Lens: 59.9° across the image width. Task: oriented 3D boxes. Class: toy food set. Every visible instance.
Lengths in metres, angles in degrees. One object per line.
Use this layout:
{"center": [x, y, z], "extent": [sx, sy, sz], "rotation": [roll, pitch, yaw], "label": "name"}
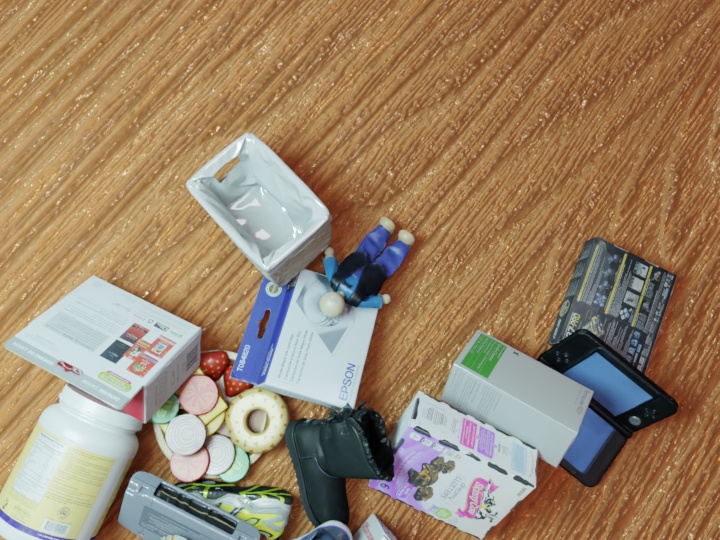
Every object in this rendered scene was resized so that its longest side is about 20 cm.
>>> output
{"center": [-0.225, 0.225, 0.966], "extent": [0.197, 0.049, 0.201], "rotation": [-38, 87, -11], "label": "toy food set"}

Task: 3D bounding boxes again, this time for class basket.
{"center": [-0.149, -0.087, 0.972], "extent": [0.135, 0.124, 0.200], "rotation": [-41, 73, -11], "label": "basket"}

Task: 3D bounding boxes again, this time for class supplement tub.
{"center": [-0.408, 0.279, 0.888], "extent": [0.144, 0.145, 0.202], "rotation": [24, 78, -2], "label": "supplement tub"}

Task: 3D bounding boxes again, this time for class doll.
{"center": [0.000, 0.000, 1.000], "extent": [0.136, 0.049, 0.200], "rotation": [34, 60, 10], "label": "doll"}

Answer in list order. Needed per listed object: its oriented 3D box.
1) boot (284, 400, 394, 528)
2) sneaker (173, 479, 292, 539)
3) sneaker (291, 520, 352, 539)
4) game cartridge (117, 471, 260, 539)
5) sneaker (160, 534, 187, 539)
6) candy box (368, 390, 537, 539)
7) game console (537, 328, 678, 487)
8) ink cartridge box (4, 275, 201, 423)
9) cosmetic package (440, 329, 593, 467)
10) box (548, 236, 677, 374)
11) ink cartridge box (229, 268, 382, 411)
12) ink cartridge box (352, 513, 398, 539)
{"center": [-0.019, 0.292, 0.912], "extent": [0.073, 0.161, 0.200], "rotation": [-22, 93, -53], "label": "boot"}
{"center": [-0.204, 0.362, 0.933], "extent": [0.197, 0.075, 0.077], "rotation": [8, 85, 0], "label": "sneaker"}
{"center": [-0.101, 0.440, 0.864], "extent": [0.200, 0.146, 0.081], "rotation": [-41, 87, 15], "label": "sneaker"}
{"center": [-0.250, 0.373, 0.902], "extent": [0.198, 0.134, 0.041], "rotation": [28, 35, -2], "label": "game cartridge"}
{"center": [-0.283, 0.457, 0.890], "extent": [0.077, 0.078, 0.201], "rotation": [28, 111, -12], "label": "sneaker"}
{"center": [0.135, 0.295, 0.933], "extent": [0.198, 0.169, 0.072], "rotation": [25, 37, -1], "label": "candy box"}
{"center": [0.365, 0.223, 1.000], "extent": [0.199, 0.176, 0.117], "rotation": [39, 50, 1], "label": "game console"}
{"center": [-0.359, 0.120, 0.887], "extent": [0.198, 0.085, 0.176], "rotation": [24, 39, 12], "label": "ink cartridge box"}
{"center": [0.238, 0.192, 0.956], "extent": [0.198, 0.086, 0.108], "rotation": [26, 38, 18], "label": "cosmetic package"}
{"center": [0.430, 0.067, 1.064], "extent": [0.160, 0.049, 0.202], "rotation": [24, 79, -3], "label": "box"}
{"center": [-0.082, 0.101, 0.985], "extent": [0.198, 0.041, 0.202], "rotation": [16, 66, -3], "label": "ink cartridge box"}
{"center": [-0.012, 0.469, 0.898], "extent": [0.084, 0.146, 0.200], "rotation": [44, 79, 2], "label": "ink cartridge box"}
